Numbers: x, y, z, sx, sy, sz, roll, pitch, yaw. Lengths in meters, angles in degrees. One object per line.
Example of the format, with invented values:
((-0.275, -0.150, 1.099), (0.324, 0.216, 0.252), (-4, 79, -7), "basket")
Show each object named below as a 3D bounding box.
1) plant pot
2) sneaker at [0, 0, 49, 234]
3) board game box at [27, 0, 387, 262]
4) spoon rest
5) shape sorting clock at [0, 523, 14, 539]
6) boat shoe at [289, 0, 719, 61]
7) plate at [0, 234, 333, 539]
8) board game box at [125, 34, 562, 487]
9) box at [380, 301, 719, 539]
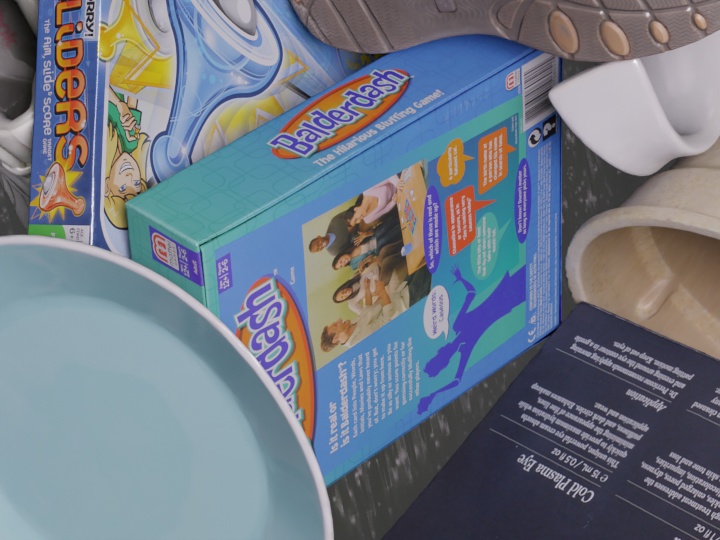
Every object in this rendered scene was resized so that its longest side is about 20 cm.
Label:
((0.218, -0.027, 1.140), (0.200, 0.200, 0.184), (39, 68, -11), "plant pot")
((-0.123, -0.051, 1.071), (0.078, 0.099, 0.200), (-34, 106, 7), "sneaker")
((-0.050, -0.061, 1.078), (0.200, 0.034, 0.136), (3, 89, -52), "board game box")
((0.129, -0.089, 1.110), (0.099, 0.200, 0.061), (-22, 104, 28), "spoon rest")
((-0.175, 0.122, 1.097), (0.199, 0.039, 0.201), (0, 87, -9), "shape sorting clock")
((0.065, -0.128, 1.034), (0.072, 0.199, 0.076), (-50, 136, -46), "boat shoe")
((-0.095, 0.069, 1.020), (0.200, 0.200, 0.026), (51, 40, -9), "plate")
((0.000, 0.000, 1.071), (0.200, 0.045, 0.153), (-32, 135, -34), "board game box")
((0.113, 0.133, 1.082), (0.182, 0.200, 0.104), (-48, 122, -10), "box")
